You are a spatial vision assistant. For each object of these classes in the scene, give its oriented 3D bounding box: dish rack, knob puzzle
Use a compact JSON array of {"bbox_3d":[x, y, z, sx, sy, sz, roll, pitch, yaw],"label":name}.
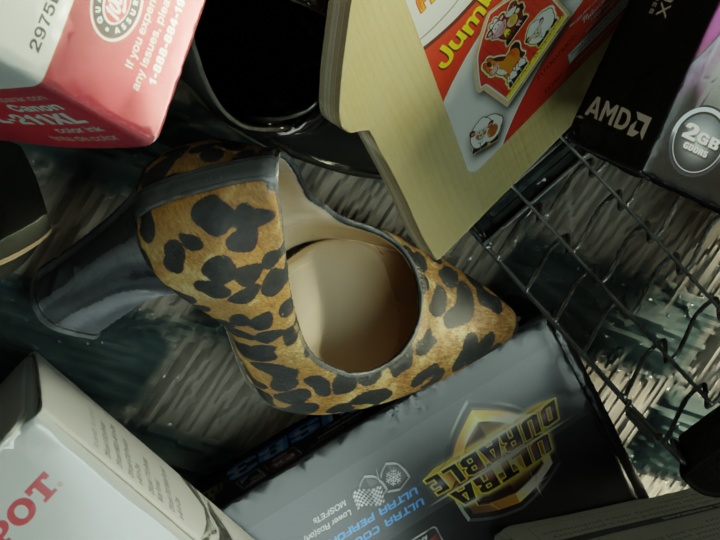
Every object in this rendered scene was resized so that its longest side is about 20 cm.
[{"bbox_3d":[0.126,-0.022,1.029,0.153,0.055,0.200,-41,95,20],"label":"dish rack"},{"bbox_3d":[0.050,-0.122,0.881,0.220,0.030,0.220,-33,142,-30],"label":"knob puzzle"}]

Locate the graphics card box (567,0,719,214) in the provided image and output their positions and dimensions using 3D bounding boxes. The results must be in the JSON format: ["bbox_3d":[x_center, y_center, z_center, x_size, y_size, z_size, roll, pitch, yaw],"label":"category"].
[{"bbox_3d":[0.165,-0.108,0.925,0.125,0.051,0.200,23,95,-35],"label":"graphics card box"}]

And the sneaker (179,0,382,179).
[{"bbox_3d":[-0.018,-0.064,0.924,0.200,0.106,0.075,30,103,-43],"label":"sneaker"}]

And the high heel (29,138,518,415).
[{"bbox_3d":[0.000,0.000,0.964,0.200,0.071,0.143,6,159,-30],"label":"high heel"}]

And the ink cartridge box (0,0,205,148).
[{"bbox_3d":[-0.130,-0.138,0.775,0.200,0.083,0.146,28,76,-43],"label":"ink cartridge box"}]

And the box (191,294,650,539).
[{"bbox_3d":[0.030,0.143,1.094,0.200,0.050,0.199,-30,106,-11],"label":"box"}]

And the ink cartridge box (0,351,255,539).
[{"bbox_3d":[-0.093,0.151,0.993,0.200,0.084,0.145,42,95,-15],"label":"ink cartridge box"}]

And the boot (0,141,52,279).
[{"bbox_3d":[-0.194,0.037,0.917,0.200,0.077,0.138,-15,134,-7],"label":"boot"}]

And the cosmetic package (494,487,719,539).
[{"bbox_3d":[0.149,0.202,1.011,0.123,0.200,0.199,-11,104,-15],"label":"cosmetic package"}]
